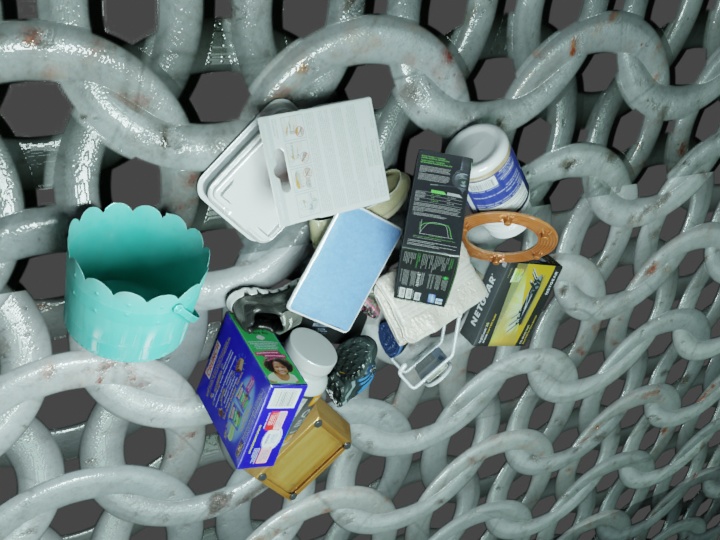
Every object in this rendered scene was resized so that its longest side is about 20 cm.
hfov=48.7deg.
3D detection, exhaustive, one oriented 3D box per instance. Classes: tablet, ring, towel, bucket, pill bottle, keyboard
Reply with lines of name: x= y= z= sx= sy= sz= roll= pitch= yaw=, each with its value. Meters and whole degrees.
tablet: x=-0.025 y=-0.004 z=1.294 sx=0.129 sy=0.014 sz=0.202 roll=24 pitch=98 yaw=-33
ring: x=0.256 y=-0.053 z=1.441 sx=0.200 sy=0.199 sz=0.019 roll=31 pitch=59 yaw=-42
towel: x=0.121 y=0.032 z=1.391 sx=0.199 sy=0.034 sz=0.134 roll=-31 pitch=99 yaw=-19
bucket: x=-0.314 y=0.018 z=1.108 sx=0.205 sy=0.208 sz=0.136 roll=-2 pitch=132 yaw=-32
pill bottle: x=0.233 y=-0.152 z=1.405 sx=0.115 sy=0.116 sz=0.200 roll=-40 pitch=135 yaw=-3
keyboard: x=-0.083 y=0.116 z=1.450 sx=0.198 sy=0.021 sz=0.128 roll=7 pitch=115 yaw=-35
pill bottle: x=-0.128 y=0.205 z=1.396 sx=0.115 sy=0.117 sz=0.201 roll=12 pitch=124 yaw=-38

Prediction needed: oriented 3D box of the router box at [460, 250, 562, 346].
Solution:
router box: x=0.312 y=0.061 z=1.650 sx=0.156 sy=0.052 sz=0.202 roll=3 pitch=119 yaw=-34

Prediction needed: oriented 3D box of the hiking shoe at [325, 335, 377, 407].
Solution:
hiking shoe: x=-0.006 y=0.174 z=1.493 sx=0.086 sy=0.075 sz=0.201 roll=-26 pitch=158 yaw=-36

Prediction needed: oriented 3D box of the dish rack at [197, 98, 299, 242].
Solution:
dish rack: x=-0.133 y=-0.142 z=1.222 sx=0.200 sy=0.044 sz=0.172 roll=-45 pitch=134 yaw=2

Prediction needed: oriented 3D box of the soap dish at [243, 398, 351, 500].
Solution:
soap dish: x=-0.122 y=0.343 z=1.538 sx=0.200 sy=0.081 sz=0.158 roll=-43 pitch=134 yaw=-2

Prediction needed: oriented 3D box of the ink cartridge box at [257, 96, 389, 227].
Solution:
ink cartridge box: x=-0.058 y=-0.165 z=1.195 sx=0.198 sy=0.057 sz=0.165 roll=-16 pitch=101 yaw=-26

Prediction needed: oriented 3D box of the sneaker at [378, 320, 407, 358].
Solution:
sneaker: x=0.091 y=0.093 z=1.488 sx=0.077 sy=0.070 sz=0.201 roll=-21 pitch=153 yaw=-26

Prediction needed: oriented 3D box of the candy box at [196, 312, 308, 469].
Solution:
candy box: x=-0.183 y=0.194 z=1.312 sx=0.076 sy=0.200 sz=0.170 roll=6 pitch=118 yaw=-38

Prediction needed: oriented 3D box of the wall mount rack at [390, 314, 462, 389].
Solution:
wall mount rack: x=0.140 y=0.142 z=1.535 sx=0.173 sy=0.200 sz=0.075 roll=-42 pitch=100 yaw=1

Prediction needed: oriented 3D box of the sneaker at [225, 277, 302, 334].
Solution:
sneaker: x=-0.118 y=0.064 z=1.322 sx=0.198 sy=0.091 sz=0.067 roll=-9 pitch=135 yaw=-19

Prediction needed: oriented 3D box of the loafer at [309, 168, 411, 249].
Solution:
loafer: x=-0.003 y=-0.107 z=1.307 sx=0.199 sy=0.076 sz=0.069 roll=-39 pitch=128 yaw=-10

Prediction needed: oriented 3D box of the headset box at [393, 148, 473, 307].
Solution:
headset box: x=0.117 y=-0.072 z=1.301 sx=0.092 sy=0.202 sz=0.175 roll=10 pitch=151 yaw=2

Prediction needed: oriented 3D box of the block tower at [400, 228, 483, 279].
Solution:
block tower: x=0.153 y=-0.025 z=1.483 sx=0.054 sy=0.058 sz=0.200 roll=-49 pitch=132 yaw=5

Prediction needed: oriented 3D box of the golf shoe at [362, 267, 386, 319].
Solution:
golf shoe: x=0.000 y=0.000 z=1.396 sx=0.092 sy=0.072 sz=0.200 roll=-53 pitch=143 yaw=-13
